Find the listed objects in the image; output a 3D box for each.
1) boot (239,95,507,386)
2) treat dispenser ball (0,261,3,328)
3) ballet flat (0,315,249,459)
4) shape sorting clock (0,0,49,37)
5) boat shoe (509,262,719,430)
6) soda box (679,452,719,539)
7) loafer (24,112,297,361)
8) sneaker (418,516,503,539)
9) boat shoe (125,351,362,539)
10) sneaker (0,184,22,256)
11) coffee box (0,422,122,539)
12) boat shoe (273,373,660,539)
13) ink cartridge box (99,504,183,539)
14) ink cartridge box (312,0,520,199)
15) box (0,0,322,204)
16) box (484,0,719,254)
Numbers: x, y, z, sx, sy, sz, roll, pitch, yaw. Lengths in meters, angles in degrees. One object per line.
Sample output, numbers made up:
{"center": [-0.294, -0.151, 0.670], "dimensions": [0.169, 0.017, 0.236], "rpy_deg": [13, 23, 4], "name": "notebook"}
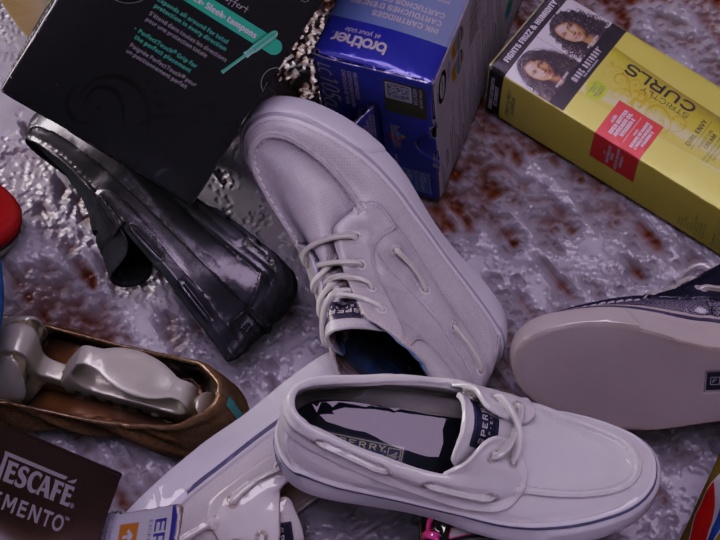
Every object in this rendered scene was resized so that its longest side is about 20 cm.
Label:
{"center": [0.000, 0.000, 1.015], "dimensions": [0.200, 0.074, 0.096], "rpy_deg": [45, 36, -11], "name": "boot"}
{"center": [-0.285, 0.012, 0.967], "dimensions": [0.200, 0.201, 0.201], "rpy_deg": [0, 65, 1], "name": "treat dispenser ball"}
{"center": [-0.159, 0.059, 1.040], "dimensions": [0.199, 0.072, 0.068], "rpy_deg": [14, 64, 8], "name": "ballet flat"}
{"center": [-0.129, -0.208, 1.132], "dimensions": [0.199, 0.039, 0.201], "rpy_deg": [0, 102, -1], "name": "shape sorting clock"}
{"center": [0.179, 0.035, 1.042], "dimensions": [0.199, 0.075, 0.093], "rpy_deg": [5, 33, -4], "name": "boat shoe"}
{"center": [0.221, 0.106, 0.962], "dimensions": [0.064, 0.068, 0.200], "rpy_deg": [24, 95, -5], "name": "soda box"}
{"center": [-0.126, -0.024, 1.081], "dimensions": [0.200, 0.068, 0.070], "rpy_deg": [37, 84, 21], "name": "loafer"}
{"center": [0.054, 0.145, 0.998], "dimensions": [0.087, 0.074, 0.200], "rpy_deg": [35, 65, 16], "name": "sneaker"}
{"center": [-0.060, 0.128, 1.011], "dimensions": [0.200, 0.071, 0.070], "rpy_deg": [-38, 69, -21], "name": "boat shoe"}
{"center": [-0.279, -0.066, 1.065], "dimensions": [0.200, 0.085, 0.077], "rpy_deg": [28, 53, -19], "name": "sneaker"}
{"center": [-0.206, 0.167, 0.878], "dimensions": [0.080, 0.114, 0.200], "rpy_deg": [7, 74, 40], "name": "coffee box"}
{"center": [0.056, 0.091, 0.948], "dimensions": [0.199, 0.065, 0.074], "rpy_deg": [3, 60, -2], "name": "boat shoe"}
{"center": [-0.164, 0.220, 0.925], "dimensions": [0.200, 0.041, 0.200], "rpy_deg": [-10, 61, 35], "name": "ink cartridge box"}
{"center": [0.034, -0.136, 1.094], "dimensions": [0.076, 0.137, 0.200], "rpy_deg": [15, 66, 12], "name": "ink cartridge box"}
{"center": [-0.091, -0.164, 1.044], "dimensions": [0.124, 0.149, 0.200], "rpy_deg": [31, 101, -12], "name": "box"}
{"center": [0.175, -0.082, 1.114], "dimensions": [0.200, 0.050, 0.075], "rpy_deg": [35, 69, 16], "name": "box"}
